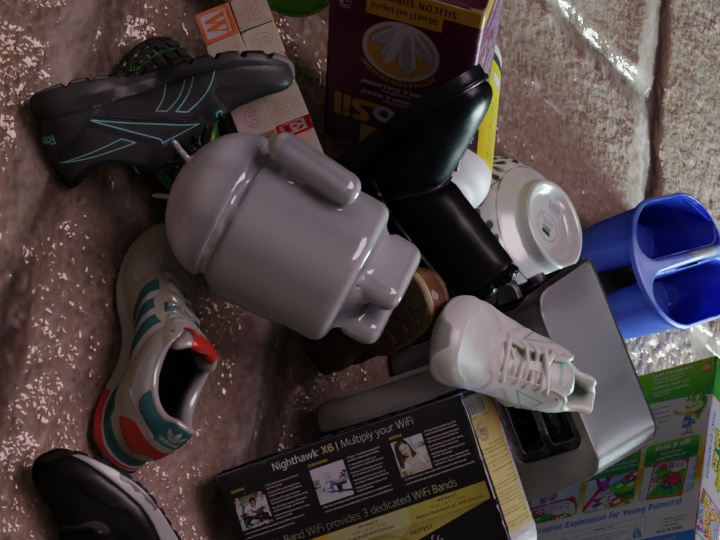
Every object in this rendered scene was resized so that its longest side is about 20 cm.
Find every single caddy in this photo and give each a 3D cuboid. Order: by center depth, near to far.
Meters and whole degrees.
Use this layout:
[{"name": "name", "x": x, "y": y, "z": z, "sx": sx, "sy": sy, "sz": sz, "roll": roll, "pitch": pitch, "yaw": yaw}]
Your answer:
[{"name": "caddy", "x": 0.325, "y": -0.006, "z": 1.830, "sx": 0.199, "sy": 0.105, "sz": 0.142, "roll": -13, "pitch": 85, "yaw": -52}]

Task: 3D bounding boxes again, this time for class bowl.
[{"name": "bowl", "x": 0.150, "y": -0.031, "z": 1.644, "sx": 0.200, "sy": 0.094, "sz": 0.202, "roll": 23, "pitch": 59, "yaw": -44}]

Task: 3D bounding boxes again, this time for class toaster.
[{"name": "toaster", "x": 0.144, "y": 0.111, "z": 1.510, "sx": 0.118, "sy": 0.180, "sz": 0.201, "roll": -22, "pitch": 90, "yaw": -51}]

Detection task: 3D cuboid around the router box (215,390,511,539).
[{"name": "router box", "x": 0.008, "y": 0.197, "z": 1.305, "sx": 0.052, "sy": 0.199, "sz": 0.158, "roll": 47, "pitch": 25, "yaw": -88}]

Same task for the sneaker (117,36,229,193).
[{"name": "sneaker", "x": -0.134, "y": -0.090, "z": 1.364, "sx": 0.085, "sy": 0.078, "sz": 0.201, "roll": 46, "pitch": 20, "yaw": -84}]

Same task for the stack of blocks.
[{"name": "stack of blocks", "x": -0.065, "y": -0.106, "z": 1.374, "sx": 0.115, "sy": 0.058, "sz": 0.201, "roll": 70, "pitch": -1, "yaw": -73}]

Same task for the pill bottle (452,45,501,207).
[{"name": "pill bottle", "x": 0.067, "y": -0.120, "z": 1.567, "sx": 0.112, "sy": 0.112, "sz": 0.201, "roll": 33, "pitch": 51, "yaw": -37}]

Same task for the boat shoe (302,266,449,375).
[{"name": "boat shoe", "x": 0.020, "y": 0.032, "z": 1.372, "sx": 0.067, "sy": 0.200, "sz": 0.072, "roll": -17, "pitch": 84, "yaw": -28}]

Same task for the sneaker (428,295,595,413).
[{"name": "sneaker", "x": 0.120, "y": 0.068, "z": 1.324, "sx": 0.200, "sy": 0.080, "sz": 0.071, "roll": 23, "pitch": 81, "yaw": -55}]

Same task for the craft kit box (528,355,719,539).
[{"name": "craft kit box", "x": 0.243, "y": 0.189, "z": 1.577, "sx": 0.048, "sy": 0.199, "sz": 0.198, "roll": 39, "pitch": 49, "yaw": -33}]

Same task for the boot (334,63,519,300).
[{"name": "boot", "x": 0.071, "y": -0.055, "z": 1.381, "sx": 0.073, "sy": 0.198, "sz": 0.163, "roll": -31, "pitch": 87, "yaw": -44}]

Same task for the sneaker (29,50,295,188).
[{"name": "sneaker", "x": -0.144, "y": -0.118, "z": 1.294, "sx": 0.075, "sy": 0.199, "sz": 0.080, "roll": -143, "pitch": -140, "yaw": -82}]

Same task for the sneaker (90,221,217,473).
[{"name": "sneaker", "x": -0.136, "y": 0.049, "z": 1.269, "sx": 0.070, "sy": 0.093, "sz": 0.201, "roll": 34, "pitch": 51, "yaw": -37}]

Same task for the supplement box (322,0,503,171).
[{"name": "supplement box", "x": 0.044, "y": -0.195, "z": 1.426, "sx": 0.200, "sy": 0.130, "sz": 0.104, "roll": 94, "pitch": 14, "yaw": -55}]

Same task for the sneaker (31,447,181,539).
[{"name": "sneaker", "x": -0.166, "y": 0.214, "z": 1.184, "sx": 0.200, "sy": 0.075, "sz": 0.088, "roll": 54, "pitch": 47, "yaw": -20}]

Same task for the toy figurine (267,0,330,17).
[{"name": "toy figurine", "x": -0.070, "y": -0.322, "z": 1.468, "sx": 0.200, "sy": 0.150, "sz": 0.184, "roll": 40, "pitch": 33, "yaw": -1}]

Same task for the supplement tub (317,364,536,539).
[{"name": "supplement tub", "x": 0.059, "y": 0.183, "z": 1.404, "sx": 0.145, "sy": 0.145, "sz": 0.201, "roll": -16, "pitch": 87, "yaw": -51}]

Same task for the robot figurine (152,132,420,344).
[{"name": "robot figurine", "x": -0.058, "y": -0.026, "z": 1.255, "sx": 0.199, "sy": 0.170, "sz": 0.113, "roll": 29, "pitch": 40, "yaw": -1}]
